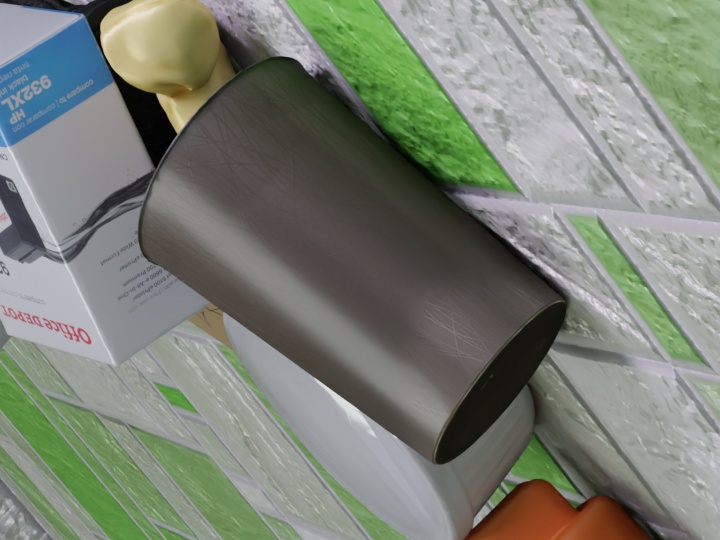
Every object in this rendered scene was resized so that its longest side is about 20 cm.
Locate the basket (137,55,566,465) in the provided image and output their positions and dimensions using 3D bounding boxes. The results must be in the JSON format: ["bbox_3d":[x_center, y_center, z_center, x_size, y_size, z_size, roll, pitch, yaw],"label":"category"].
[{"bbox_3d":[0.000,0.000,1.596,0.200,0.136,0.180,38,175,16],"label":"basket"}]

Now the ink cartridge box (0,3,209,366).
[{"bbox_3d":[-0.190,-0.053,1.788,0.145,0.084,0.200,12,132,55],"label":"ink cartridge box"}]

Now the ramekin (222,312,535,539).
[{"bbox_3d":[0.018,0.065,1.775,0.202,0.094,0.202,44,165,15],"label":"ramekin"}]

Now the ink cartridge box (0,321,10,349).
[{"bbox_3d":[-0.383,-0.020,2.501,0.145,0.145,0.200,35,173,41],"label":"ink cartridge box"}]

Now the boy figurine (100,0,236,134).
[{"bbox_3d":[-0.097,-0.092,1.695,0.200,0.064,0.125,66,-169,-65],"label":"boy figurine"}]

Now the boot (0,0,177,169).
[{"bbox_3d":[-0.150,-0.087,1.869,0.158,0.079,0.212,6,127,58],"label":"boot"}]

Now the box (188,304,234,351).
[{"bbox_3d":[-0.124,-0.001,2.138,0.200,0.021,0.164,29,156,48],"label":"box"}]

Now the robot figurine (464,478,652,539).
[{"bbox_3d":[0.148,0.216,1.762,0.200,0.117,0.144,47,134,0],"label":"robot figurine"}]
